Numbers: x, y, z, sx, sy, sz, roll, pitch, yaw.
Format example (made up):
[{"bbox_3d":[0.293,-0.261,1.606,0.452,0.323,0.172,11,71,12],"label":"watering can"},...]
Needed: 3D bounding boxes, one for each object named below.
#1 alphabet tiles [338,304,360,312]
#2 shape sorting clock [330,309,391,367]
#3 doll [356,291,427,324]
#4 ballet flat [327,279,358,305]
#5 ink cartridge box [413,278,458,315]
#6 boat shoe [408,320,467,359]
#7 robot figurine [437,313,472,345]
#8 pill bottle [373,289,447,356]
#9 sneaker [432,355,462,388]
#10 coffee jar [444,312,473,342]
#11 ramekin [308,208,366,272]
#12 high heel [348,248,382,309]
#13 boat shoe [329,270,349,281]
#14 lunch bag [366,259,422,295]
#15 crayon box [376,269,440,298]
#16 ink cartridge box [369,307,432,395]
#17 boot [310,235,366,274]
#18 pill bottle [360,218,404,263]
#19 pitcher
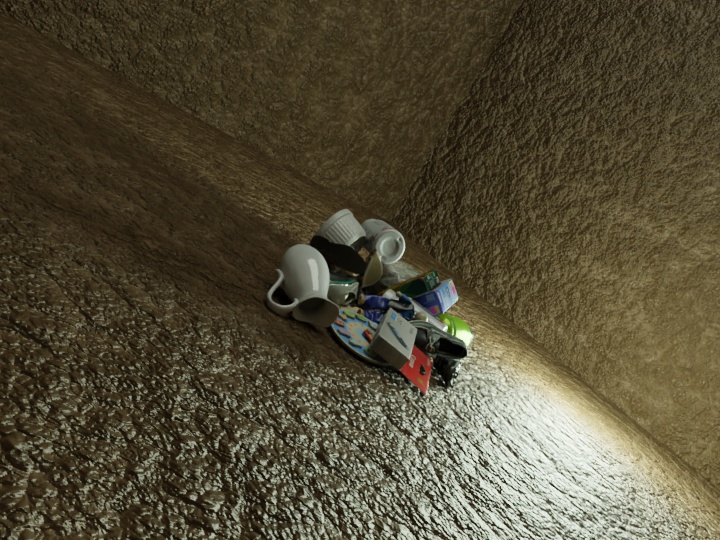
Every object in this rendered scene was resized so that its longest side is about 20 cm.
[{"bbox_3d":[-0.021,0.128,1.570,0.194,0.015,0.199,39,12,25],"label":"alphabet tiles"},{"bbox_3d":[0.010,0.158,1.422,0.197,0.040,0.201,33,18,-12],"label":"shape sorting clock"},{"bbox_3d":[0.087,0.120,1.572,0.194,0.140,0.048,10,-18,-14],"label":"doll"},{"bbox_3d":[-0.051,0.060,1.573,0.069,0.070,0.199,36,12,16],"label":"ballet flat"},{"bbox_3d":[0.206,0.100,1.806,0.199,0.134,0.078,-22,90,-61],"label":"ink cartridge box"},{"bbox_3d":[0.196,0.186,1.548,0.195,0.075,0.062,20,7,-13],"label":"boat shoe"},{"bbox_3d":[0.269,0.199,1.840,0.198,0.117,0.175,21,15,-47],"label":"robot figurine"},{"bbox_3d":[0.138,0.148,1.669,0.198,0.121,0.119,37,11,18],"label":"pill bottle"},{"bbox_3d":[0.232,0.264,1.605,0.078,0.076,0.200,22,5,4],"label":"sneaker"},{"bbox_3d":[0.286,0.193,1.997,0.197,0.086,0.105,29,15,-29],"label":"coffee jar"},{"bbox_3d":[-0.070,-0.089,1.903,0.105,0.201,0.200,43,13,13],"label":"ramekin"},{"bbox_3d":[0.000,0.000,1.748,0.070,0.204,0.143,-7,35,-30],"label":"high heel"},{"bbox_3d":[-0.124,-0.003,1.700,0.200,0.066,0.074,36,11,15],"label":"boat shoe"},{"bbox_3d":[0.107,0.041,1.986,0.197,0.142,0.167,32,13,12],"label":"lunch bag"},{"bbox_3d":[0.135,0.062,1.793,0.126,0.197,0.052,-25,92,-62],"label":"crayon box"},{"bbox_3d":[0.114,0.190,1.423,0.175,0.045,0.200,40,18,-1],"label":"ink cartridge box"},{"bbox_3d":[-0.074,-0.022,1.745,0.184,0.065,0.201,32,-19,4],"label":"boot"},{"bbox_3d":[0.065,-0.104,1.961,0.112,0.115,0.200,28,8,-24],"label":"pill bottle"},{"bbox_3d":[-0.147,0.030,1.368,0.168,0.123,0.202,10,38,-27],"label":"pitcher"}]
